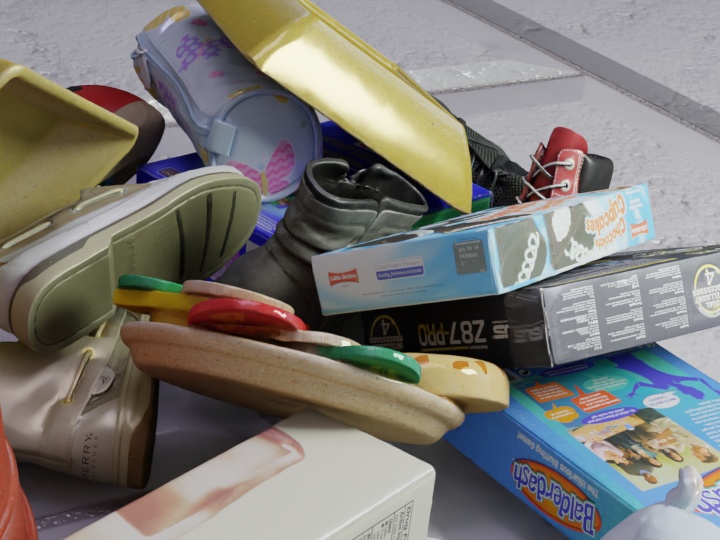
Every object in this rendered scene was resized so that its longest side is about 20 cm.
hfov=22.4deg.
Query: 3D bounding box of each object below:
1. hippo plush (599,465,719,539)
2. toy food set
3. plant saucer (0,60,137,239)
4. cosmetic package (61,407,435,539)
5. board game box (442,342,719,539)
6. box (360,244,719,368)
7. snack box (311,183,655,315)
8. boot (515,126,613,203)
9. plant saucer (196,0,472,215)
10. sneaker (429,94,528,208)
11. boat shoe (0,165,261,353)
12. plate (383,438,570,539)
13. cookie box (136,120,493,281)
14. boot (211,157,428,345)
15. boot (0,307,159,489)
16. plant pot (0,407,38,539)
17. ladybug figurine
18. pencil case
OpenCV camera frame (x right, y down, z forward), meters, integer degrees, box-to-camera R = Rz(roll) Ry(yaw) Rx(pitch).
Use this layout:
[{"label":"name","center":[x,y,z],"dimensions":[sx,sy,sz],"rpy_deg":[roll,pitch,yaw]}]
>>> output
[{"label":"hippo plush","center":[0.147,0.155,0.797],"dimensions":[0.198,0.162,0.160],"rpy_deg":[17,44,17]},{"label":"toy food set","center":[-0.034,0.049,0.971],"dimensions":[0.199,0.049,0.197],"rpy_deg":[6,-13,44]},{"label":"plant saucer","center":[-0.235,-0.038,1.012],"dimensions":[0.048,0.200,0.200],"rpy_deg":[46,5,12]},{"label":"cosmetic package","center":[-0.060,0.153,0.854],"dimensions":[0.087,0.104,0.199],"rpy_deg":[24,28,30]},{"label":"board game box","center":[0.162,0.105,1.011],"dimensions":[0.151,0.045,0.200],"rpy_deg":[-10,29,-33]},{"label":"box","center":[0.124,0.020,1.073],"dimensions":[0.199,0.050,0.160],"rpy_deg":[-11,1,-39]},{"label":"snack box","center":[0.075,-0.014,1.038],"dimensions":[0.115,0.038,0.199],"rpy_deg":[-8,5,34]},{"label":"boot","center":[0.101,-0.019,1.198],"dimensions":[0.072,0.146,0.199],"rpy_deg":[17,21,33]},{"label":"plant saucer","center":[-0.013,-0.138,1.254],"dimensions":[0.199,0.049,0.200],"rpy_deg":[34,9,-29]},{"label":"sneaker","center":[0.079,-0.066,1.357],"dimensions":[0.114,0.077,0.200],"rpy_deg":[27,14,-26]},{"label":"boat shoe","center":[-0.141,-0.021,1.061],"dimensions":[0.068,0.075,0.199],"rpy_deg":[28,35,30]},{"label":"plate","center":[0.085,0.123,1.045],"dimensions":[0.198,0.033,0.200],"rpy_deg":[12,26,8]},{"label":"cookie box","center":[-0.033,-0.033,1.291],"dimensions":[0.199,0.076,0.170],"rpy_deg":[-17,33,-41]},{"label":"boot","center":[0.000,0.000,1.110],"dimensions":[0.068,0.131,0.199],"rpy_deg":[54,22,25]},{"label":"boot","center":[-0.194,0.056,1.063],"dimensions":[0.153,0.074,0.201],"rpy_deg":[4,29,-6]},{"label":"plant pot","center":[-0.247,0.063,0.830],"dimensions":[0.198,0.197,0.202],"rpy_deg":[5,38,-4]},{"label":"ladybug figurine","center":[-0.211,-0.073,1.252],"dimensions":[0.072,0.136,0.200],"rpy_deg":[50,35,0]},{"label":"pencil case","center":[-0.095,-0.121,1.269],"dimensions":[0.090,0.084,0.200],"rpy_deg":[27,12,-32]}]
